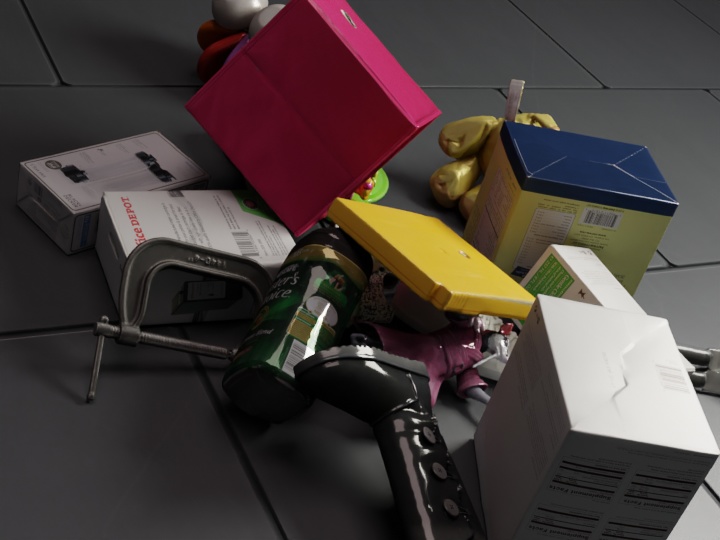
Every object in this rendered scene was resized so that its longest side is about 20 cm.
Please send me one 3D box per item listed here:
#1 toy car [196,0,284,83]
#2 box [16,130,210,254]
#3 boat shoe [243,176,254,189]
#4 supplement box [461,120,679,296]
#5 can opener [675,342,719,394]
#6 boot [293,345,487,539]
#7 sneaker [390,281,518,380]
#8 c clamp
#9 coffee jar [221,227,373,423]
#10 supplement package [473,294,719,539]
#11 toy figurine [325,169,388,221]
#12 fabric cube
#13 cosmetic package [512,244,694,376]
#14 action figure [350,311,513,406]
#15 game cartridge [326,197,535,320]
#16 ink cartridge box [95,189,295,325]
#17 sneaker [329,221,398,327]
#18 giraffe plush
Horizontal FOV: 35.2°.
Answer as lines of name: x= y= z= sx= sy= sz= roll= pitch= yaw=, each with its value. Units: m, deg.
toy car: x=-0.158 y=-0.308 z=1.648 sx=0.150 sy=0.175 sz=0.200 roll=-44 pitch=62 yaw=-14
box: x=-0.293 y=-0.097 z=1.356 sx=0.117 sy=0.060 sz=0.200 roll=38 pitch=40 yaw=27
boat shoe: x=-0.127 y=-0.149 z=1.500 sx=0.062 sy=0.071 sz=0.200 roll=-2 pitch=35 yaw=-30
supplement box: x=0.251 y=-0.053 z=1.414 sx=0.199 sy=0.200 sz=0.135 roll=9 pitch=35 yaw=-13
can opener: x=0.402 y=0.116 z=1.397 sx=0.199 sy=0.054 sz=0.067 roll=12 pitch=3 yaw=-8
boot: x=0.028 y=0.175 z=1.048 sx=0.164 sy=0.066 sz=0.201 roll=10 pitch=54 yaw=-39
sneaker: x=0.130 y=0.057 z=1.312 sx=0.199 sy=0.085 sz=0.073 roll=30 pitch=35 yaw=14
c clamp: x=-0.180 y=0.055 z=1.173 sx=0.199 sy=0.027 sz=0.172 roll=7 pitch=79 yaw=-27
coffee jar: x=-0.061 y=0.051 z=1.164 sx=0.085 sy=0.104 sz=0.200 roll=36 pitch=53 yaw=-14
supplement package: x=0.216 y=0.168 z=1.094 sx=0.146 sy=0.201 sz=0.192 roll=11 pitch=36 yaw=-10
toy figurine: x=-0.009 y=-0.189 z=1.501 sx=0.149 sy=0.185 sz=0.200 roll=9 pitch=36 yaw=-12
fabric cube: x=-0.049 y=-0.191 z=1.343 sx=0.200 sy=0.200 sz=0.196 roll=49 pitch=17 yaw=-1
cosmetic package: x=0.269 y=0.076 z=1.296 sx=0.085 sy=0.108 sz=0.200 roll=4 pitch=39 yaw=-44
action figure: x=0.084 y=0.099 z=1.239 sx=0.199 sy=0.135 sz=0.149 roll=-15 pitch=19 yaw=-34
game cartridge: x=0.080 y=-0.010 z=1.219 sx=0.176 sy=0.033 sz=0.200 roll=42 pitch=21 yaw=32
ink cartridge box: x=-0.184 y=-0.018 z=1.274 sx=0.199 sy=0.084 sz=0.146 roll=-2 pitch=40 yaw=-27
sneaker: x=0.000 y=0.000 z=1.350 sx=0.088 sy=0.077 sz=0.201 roll=12 pitch=42 yaw=-16
giraffe plush: x=0.211 y=-0.155 z=1.599 sx=0.172 sy=0.201 sz=0.162 roll=31 pitch=7 yaw=24
